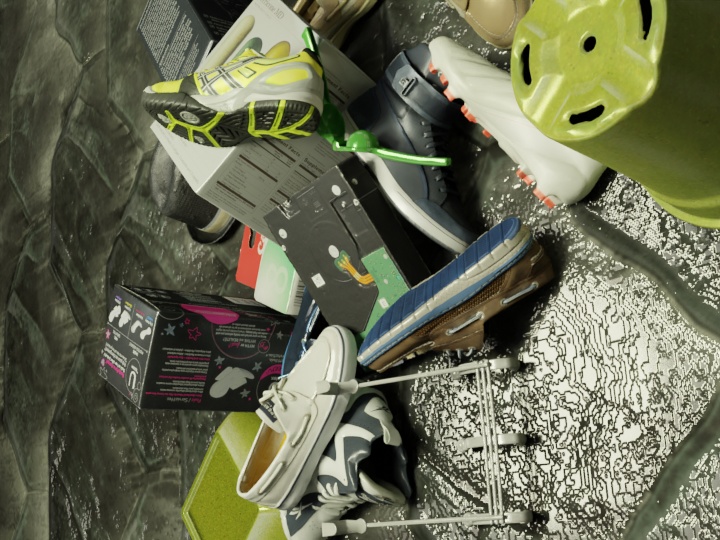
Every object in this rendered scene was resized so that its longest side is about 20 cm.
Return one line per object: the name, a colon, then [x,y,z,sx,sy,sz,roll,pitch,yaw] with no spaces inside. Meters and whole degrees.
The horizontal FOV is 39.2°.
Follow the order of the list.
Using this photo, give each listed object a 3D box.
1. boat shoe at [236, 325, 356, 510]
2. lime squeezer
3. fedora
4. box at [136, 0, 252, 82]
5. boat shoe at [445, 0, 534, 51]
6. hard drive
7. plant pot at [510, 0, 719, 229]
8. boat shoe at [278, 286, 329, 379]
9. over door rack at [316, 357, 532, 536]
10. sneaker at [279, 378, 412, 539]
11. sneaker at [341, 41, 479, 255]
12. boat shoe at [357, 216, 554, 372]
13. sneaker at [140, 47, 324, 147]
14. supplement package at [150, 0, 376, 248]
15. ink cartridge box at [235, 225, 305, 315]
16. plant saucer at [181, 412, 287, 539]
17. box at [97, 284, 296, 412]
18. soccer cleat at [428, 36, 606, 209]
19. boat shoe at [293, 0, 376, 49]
boat shoe: [-0.069,0.145,1.018,0.071,0.070,0.201,36,104,55]
lime squeezer: [-0.001,-0.139,0.955,0.200,0.038,0.071,46,103,20]
fedora: [-0.225,-0.137,1.363,0.200,0.091,0.201,-12,75,51]
box: [-0.174,-0.279,1.274,0.107,0.148,0.200,-58,43,29]
boat shoe: [0.102,-0.284,0.977,0.072,0.065,0.200,-54,45,33]
hard drive: [0.000,0.000,1.008,0.140,0.038,0.200,-29,93,49]
plant pot: [0.212,-0.139,0.708,0.200,0.184,0.201,-12,75,52]
boat shoe: [-0.043,0.082,1.091,0.069,0.084,0.201,178,95,-66]
over door rack: [0.060,0.163,0.933,0.199,0.067,0.148,-11,75,26]
sneaker: [-0.012,0.224,1.029,0.200,0.079,0.130,-62,32,10]
sneaker: [0.080,-0.125,0.971,0.146,0.077,0.203,-44,70,17]
boat shoe: [0.085,0.040,0.906,0.200,0.072,0.072,-38,14,24]
sneaker: [-0.120,-0.169,0.974,0.199,0.075,0.077,4,66,24]
supplement package: [-0.090,-0.162,1.092,0.200,0.151,0.152,-48,45,9]
ink cartridge box: [-0.107,-0.045,1.232,0.200,0.050,0.162,19,99,51]
plant saucer: [-0.154,0.293,1.234,0.200,0.048,0.200,50,123,44]
box: [-0.183,0.094,1.179,0.132,0.199,0.115,21,100,53]
soccer cleat: [0.138,-0.142,0.886,0.078,0.069,0.200,-43,70,12]
boat shoe: [-0.029,-0.318,1.145,0.200,0.065,0.072,-50,47,36]
